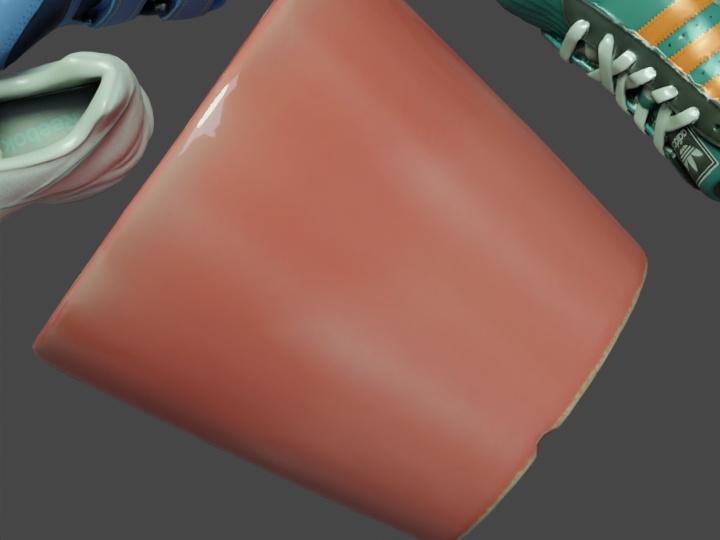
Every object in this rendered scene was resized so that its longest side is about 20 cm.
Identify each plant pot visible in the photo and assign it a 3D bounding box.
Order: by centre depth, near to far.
[{"bbox_3d":[0.000,0.000,1.039,0.177,0.200,0.201,36,77,-4],"label":"plant pot"}]

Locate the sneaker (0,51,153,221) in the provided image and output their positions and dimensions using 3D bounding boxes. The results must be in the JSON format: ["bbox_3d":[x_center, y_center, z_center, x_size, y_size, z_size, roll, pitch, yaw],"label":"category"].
[{"bbox_3d":[-0.179,-0.038,1.089,0.200,0.080,0.071,-30,81,-7],"label":"sneaker"}]

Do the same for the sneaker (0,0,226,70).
[{"bbox_3d":[-0.086,-0.137,1.100,0.082,0.074,0.200,46,60,-1],"label":"sneaker"}]

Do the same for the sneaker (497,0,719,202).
[{"bbox_3d":[0.139,-0.079,1.116,0.199,0.071,0.080,22,72,1],"label":"sneaker"}]
